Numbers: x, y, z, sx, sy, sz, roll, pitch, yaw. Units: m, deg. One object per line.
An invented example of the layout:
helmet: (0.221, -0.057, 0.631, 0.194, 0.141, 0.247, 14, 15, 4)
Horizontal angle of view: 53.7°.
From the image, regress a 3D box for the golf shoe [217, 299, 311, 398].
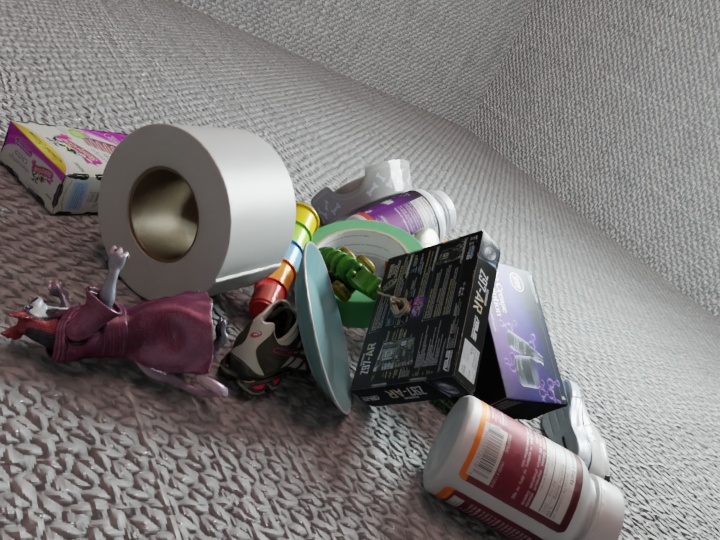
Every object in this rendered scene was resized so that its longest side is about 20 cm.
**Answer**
golf shoe: (-0.084, 0.077, 0.829, 0.076, 0.089, 0.200, 31, 19, 11)

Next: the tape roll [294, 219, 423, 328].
tape roll: (0.000, 0.000, 1.044, 0.195, 0.049, 0.202, 1, 37, -1)

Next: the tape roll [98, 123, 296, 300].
tape roll: (-0.194, -0.070, 0.857, 0.201, 0.205, 0.139, 35, 22, 17)

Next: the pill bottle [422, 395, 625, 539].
pill bottle: (0.177, 0.233, 0.776, 0.197, 0.116, 0.114, 30, 20, -1)

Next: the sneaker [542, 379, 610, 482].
sneaker: (0.312, 0.239, 1.026, 0.070, 0.073, 0.201, 35, 29, -9)

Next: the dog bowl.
dog bowl: (0.009, -0.134, 1.310, 0.199, 0.198, 0.060, -12, 78, -60)

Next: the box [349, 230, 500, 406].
box: (0.080, 0.059, 0.865, 0.043, 0.158, 0.203, 41, 50, -31)

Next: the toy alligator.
toy alligator: (-0.011, 0.005, 0.917, 0.199, 0.059, 0.055, 25, -24, 50)

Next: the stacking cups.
stacking cups: (-0.110, -0.014, 0.975, 0.060, 0.061, 0.202, 26, 41, -6)

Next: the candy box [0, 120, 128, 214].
candy box: (-0.368, -0.140, 0.984, 0.136, 0.062, 0.199, 39, 23, 22)

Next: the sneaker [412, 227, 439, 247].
sneaker: (0.104, 0.012, 1.118, 0.075, 0.080, 0.203, 35, 50, -27)

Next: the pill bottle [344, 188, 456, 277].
pill bottle: (0.069, -0.070, 1.229, 0.198, 0.114, 0.112, -26, 51, -30)

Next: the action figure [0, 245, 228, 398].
action figure: (-0.239, 0.063, 0.688, 0.197, 0.133, 0.152, -2, 78, -34)

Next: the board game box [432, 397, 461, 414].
board game box: (0.178, 0.183, 1.023, 0.104, 0.024, 0.199, 37, 21, 20)

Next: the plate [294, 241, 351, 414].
plate: (-0.046, 0.068, 0.824, 0.025, 0.204, 0.201, -12, 22, 5)

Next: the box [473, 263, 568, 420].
box: (0.196, 0.096, 0.987, 0.139, 0.078, 0.204, 14, 56, -41)

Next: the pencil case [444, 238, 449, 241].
pencil case: (0.129, 0.000, 1.295, 0.086, 0.088, 0.200, 30, 22, 5)
